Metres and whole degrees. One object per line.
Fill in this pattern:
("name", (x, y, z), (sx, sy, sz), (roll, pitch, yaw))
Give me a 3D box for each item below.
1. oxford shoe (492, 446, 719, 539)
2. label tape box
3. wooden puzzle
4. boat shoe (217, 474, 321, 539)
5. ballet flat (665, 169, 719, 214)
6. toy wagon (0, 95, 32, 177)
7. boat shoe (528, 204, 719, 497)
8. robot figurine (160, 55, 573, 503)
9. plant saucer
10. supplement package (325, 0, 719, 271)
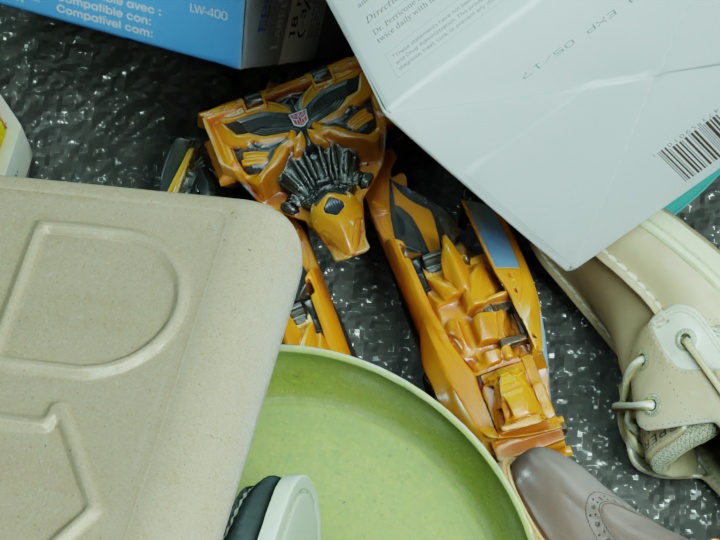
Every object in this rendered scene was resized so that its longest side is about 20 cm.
("oxford shoe", (0.133, 0.117, 1.010), (0.200, 0.071, 0.073), (39, 105, 15))
("label tape box", (-0.093, -0.124, 1.114), (0.144, 0.200, 0.063), (16, 101, 16))
("wooden puzzle", (-0.134, 0.048, 0.996), (0.199, 0.046, 0.186), (9, 54, 10))
("boat shoe", (-0.064, 0.161, 0.976), (0.066, 0.074, 0.200), (11, 88, 19))
("ballet flat", (0.144, -0.102, 1.121), (0.200, 0.070, 0.065), (-48, 54, 10))
("toy wagon", (-0.236, -0.037, 1.172), (0.199, 0.040, 0.155), (9, 62, 12))
("boat shoe", (0.125, 0.045, 1.065), (0.065, 0.072, 0.200), (-39, 69, -16))
("robot figurine", (0.000, 0.000, 1.109), (0.145, 0.058, 0.200), (-21, 61, -3))
("plant saucer", (-0.028, 0.127, 1.023), (0.199, 0.031, 0.201), (-1, 85, 14))
("supplement package", (0.063, -0.140, 1.045), (0.152, 0.151, 0.200), (-35, 55, 12))
